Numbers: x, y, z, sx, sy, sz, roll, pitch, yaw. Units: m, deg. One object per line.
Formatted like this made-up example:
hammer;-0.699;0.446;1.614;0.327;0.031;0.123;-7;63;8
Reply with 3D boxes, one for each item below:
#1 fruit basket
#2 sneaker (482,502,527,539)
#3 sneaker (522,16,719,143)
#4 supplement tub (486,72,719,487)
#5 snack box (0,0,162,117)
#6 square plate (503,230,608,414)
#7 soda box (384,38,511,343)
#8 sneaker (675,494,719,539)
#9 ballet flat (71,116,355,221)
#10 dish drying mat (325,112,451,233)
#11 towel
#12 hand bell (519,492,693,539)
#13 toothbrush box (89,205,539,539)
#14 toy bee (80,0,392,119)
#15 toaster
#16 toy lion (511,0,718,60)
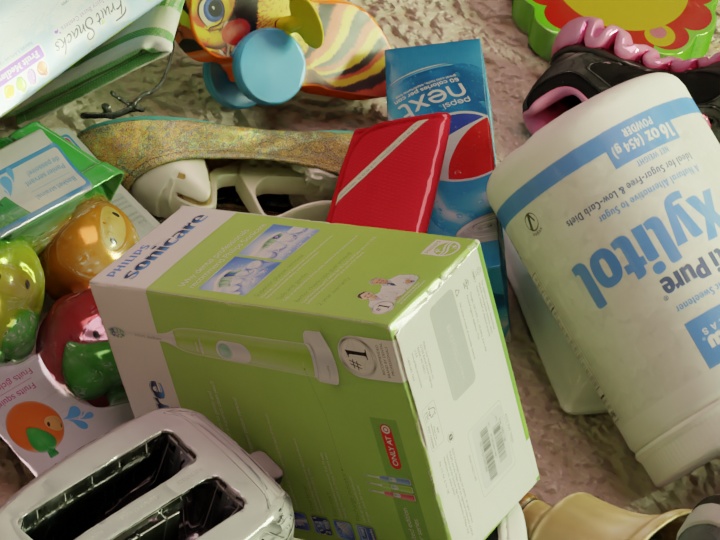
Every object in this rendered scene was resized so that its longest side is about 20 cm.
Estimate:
fruit basket;-0.159;0.015;1.319;0.200;0.094;0.185;43;45;17
sneaker;0.019;0.194;1.183;0.111;0.073;0.201;11;58;-4
sneaker;0.189;-0.095;1.515;0.199;0.079;0.095;16;48;35
supplement tub;0.170;0.004;1.343;0.131;0.132;0.201;-24;78;-32
snack box;-0.224;-0.135;1.386;0.169;0.199;0.068;-41;109;-39
square plate;0.186;-0.001;1.469;0.196;0.029;0.201;-4;47;-18
soda box;0.052;-0.047;1.441;0.064;0.068;0.201;-7;46;4
sneaker;0.150;0.197;1.158;0.083;0.201;0.121;31;62;17
ballet flat;-0.076;-0.052;1.428;0.198;0.071;0.071;2;46;-15
dish drying mat;0.000;0.000;1.358;0.076;0.018;0.201;-6;55;36
towel;-0.141;-0.187;1.483;0.023;0.152;0.201;40;48;-29
hand bell;0.082;0.128;1.294;0.104;0.105;0.199;-29;46;-35
toothbrush box;-0.024;0.057;1.221;0.199;0.147;0.086;6;34;37
toy bee;-0.070;-0.154;1.482;0.130;0.110;0.199;0;5;43
toaster;-0.119;0.158;1.163;0.199;0.130;0.114;-29;58;-35
toy lion;0.169;-0.216;1.660;0.199;0.069;0.191;36;56;21
